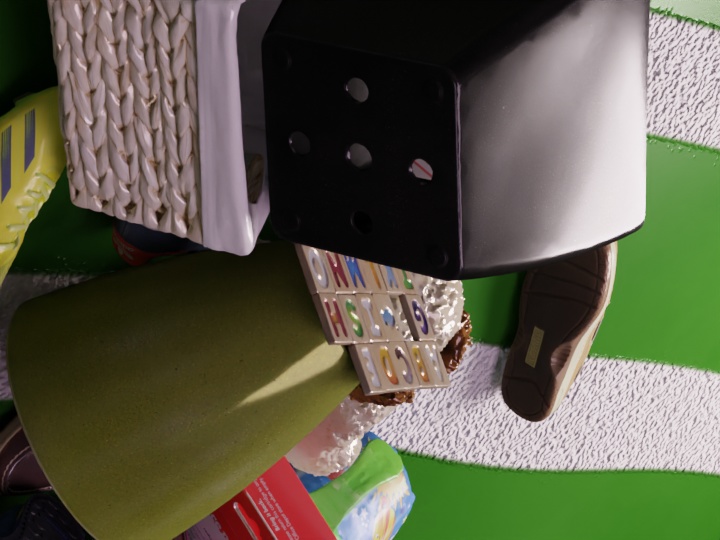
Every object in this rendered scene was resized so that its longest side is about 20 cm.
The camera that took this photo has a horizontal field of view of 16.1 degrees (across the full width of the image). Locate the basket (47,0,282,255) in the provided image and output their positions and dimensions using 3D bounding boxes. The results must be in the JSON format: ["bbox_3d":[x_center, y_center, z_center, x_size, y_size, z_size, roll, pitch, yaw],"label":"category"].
[{"bbox_3d":[-0.110,-0.129,1.539,0.136,0.123,0.200,-68,163,-44],"label":"basket"}]

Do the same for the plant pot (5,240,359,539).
[{"bbox_3d":[-0.096,0.062,1.657,0.200,0.187,0.187,-26,149,17],"label":"plant pot"}]

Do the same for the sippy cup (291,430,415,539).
[{"bbox_3d":[-0.032,0.188,1.959,0.130,0.178,0.140,-37,121,-41],"label":"sippy cup"}]

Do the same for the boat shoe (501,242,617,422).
[{"bbox_3d":[0.172,0.030,2.089,0.076,0.072,0.200,-32,152,-46],"label":"boat shoe"}]

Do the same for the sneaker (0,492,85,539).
[{"bbox_3d":[-0.249,0.212,1.688,0.078,0.066,0.200,-41,180,17],"label":"sneaker"}]

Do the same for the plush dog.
[{"bbox_3d":[0.008,0.033,1.815,0.172,0.160,0.200,-51,124,-35],"label":"plush dog"}]

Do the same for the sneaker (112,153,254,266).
[{"bbox_3d":[-0.089,-0.060,1.720,0.200,0.075,0.085,-22,155,-36],"label":"sneaker"}]

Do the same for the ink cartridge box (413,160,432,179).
[{"bbox_3d":[0.067,-0.071,1.826,0.200,0.115,0.068,6,118,-48],"label":"ink cartridge box"}]

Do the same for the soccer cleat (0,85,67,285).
[{"bbox_3d":[-0.230,-0.026,1.579,0.200,0.084,0.065,-49,145,0],"label":"soccer cleat"}]

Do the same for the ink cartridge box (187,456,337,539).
[{"bbox_3d":[-0.085,0.188,1.829,0.067,0.116,0.200,-31,177,-30],"label":"ink cartridge box"}]

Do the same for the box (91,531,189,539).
[{"bbox_3d":[-0.197,0.293,1.808,0.200,0.097,0.176,-15,122,-1],"label":"box"}]

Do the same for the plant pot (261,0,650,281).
[{"bbox_3d":[0.045,-0.098,1.532,0.177,0.199,0.200,-37,133,-48],"label":"plant pot"}]

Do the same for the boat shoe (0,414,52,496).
[{"bbox_3d":[-0.169,0.117,1.790,0.200,0.072,0.072,-20,136,-34],"label":"boat shoe"}]

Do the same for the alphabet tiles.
[{"bbox_3d":[0.000,0.000,1.656,0.008,0.168,0.200,-21,172,18],"label":"alphabet tiles"}]
